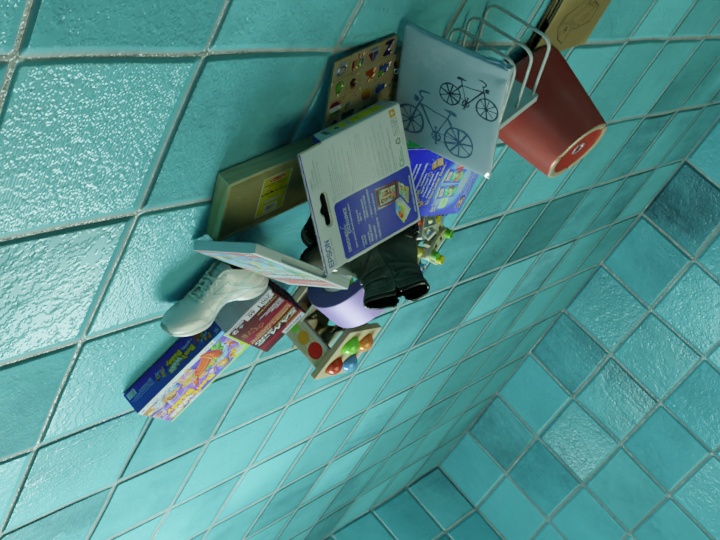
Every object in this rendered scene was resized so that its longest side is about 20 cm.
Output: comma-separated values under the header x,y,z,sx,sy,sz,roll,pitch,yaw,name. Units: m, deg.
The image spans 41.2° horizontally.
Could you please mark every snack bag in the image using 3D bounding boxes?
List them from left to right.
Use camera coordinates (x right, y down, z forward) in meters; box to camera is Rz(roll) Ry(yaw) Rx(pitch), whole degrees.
x,y,z,sx,sy,sz,roll,pitch,yaw,name
0.129,-0.252,1.406,0.021,0.188,0.201,-40,149,-37,snack bag

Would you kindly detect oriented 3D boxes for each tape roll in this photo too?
x,y,z,sx,sy,sz,roll,pitch,yaw,name
0.000,0.000,1.680,0.200,0.200,0.066,-46,119,5,tape roll

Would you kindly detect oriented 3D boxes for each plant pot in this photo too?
x,y,z,sx,sy,sz,roll,pitch,yaw,name
0.347,-0.284,1.777,0.200,0.178,0.201,-36,163,-12,plant pot

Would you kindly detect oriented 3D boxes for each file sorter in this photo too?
x,y,z,sx,sy,sz,roll,pitch,yaw,name
0.181,-0.303,1.491,0.200,0.139,0.125,-39,156,-32,file sorter

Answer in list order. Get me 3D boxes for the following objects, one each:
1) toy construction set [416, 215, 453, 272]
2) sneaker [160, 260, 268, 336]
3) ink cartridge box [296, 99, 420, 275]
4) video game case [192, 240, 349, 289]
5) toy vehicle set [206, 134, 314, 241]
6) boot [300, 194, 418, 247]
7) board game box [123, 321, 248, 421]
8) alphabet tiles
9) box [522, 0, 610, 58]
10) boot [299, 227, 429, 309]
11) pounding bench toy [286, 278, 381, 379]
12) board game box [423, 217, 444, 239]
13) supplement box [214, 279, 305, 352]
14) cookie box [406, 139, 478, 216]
x,y,z,sx,sy,sz,roll,pitch,yaw,name
0.117,-0.081,1.797,0.132,0.092,0.200,-65,163,-12,toy construction set
-0.233,0.029,1.499,0.200,0.070,0.081,-35,143,-30,sneaker
-0.007,-0.125,1.425,0.199,0.047,0.199,-29,123,-29,ink cartridge box
-0.132,-0.008,1.435,0.199,0.142,0.018,22,77,-45,video game case
-0.135,-0.125,1.424,0.199,0.027,0.125,-28,154,-37,toy vehicle set
0.014,-0.100,1.536,0.202,0.074,0.154,-2,138,-19,boot
-0.298,0.171,1.661,0.200,0.045,0.134,-45,159,1,board game box
0.017,-0.270,1.425,0.200,0.008,0.168,-33,149,-37,alphabet tiles
0.393,-0.469,1.758,0.199,0.021,0.164,-26,154,-41,box
0.003,0.004,1.496,0.199,0.131,0.068,-13,140,6,boot
-0.040,0.089,1.827,0.200,0.156,0.124,-53,157,22,pounding bench toy
0.118,-0.111,1.884,0.200,0.019,0.104,-4,115,-59,board game box
-0.178,0.072,1.674,0.109,0.061,0.200,-45,160,1,supplement box
0.098,-0.172,1.614,0.199,0.075,0.172,-6,143,-26,cookie box
